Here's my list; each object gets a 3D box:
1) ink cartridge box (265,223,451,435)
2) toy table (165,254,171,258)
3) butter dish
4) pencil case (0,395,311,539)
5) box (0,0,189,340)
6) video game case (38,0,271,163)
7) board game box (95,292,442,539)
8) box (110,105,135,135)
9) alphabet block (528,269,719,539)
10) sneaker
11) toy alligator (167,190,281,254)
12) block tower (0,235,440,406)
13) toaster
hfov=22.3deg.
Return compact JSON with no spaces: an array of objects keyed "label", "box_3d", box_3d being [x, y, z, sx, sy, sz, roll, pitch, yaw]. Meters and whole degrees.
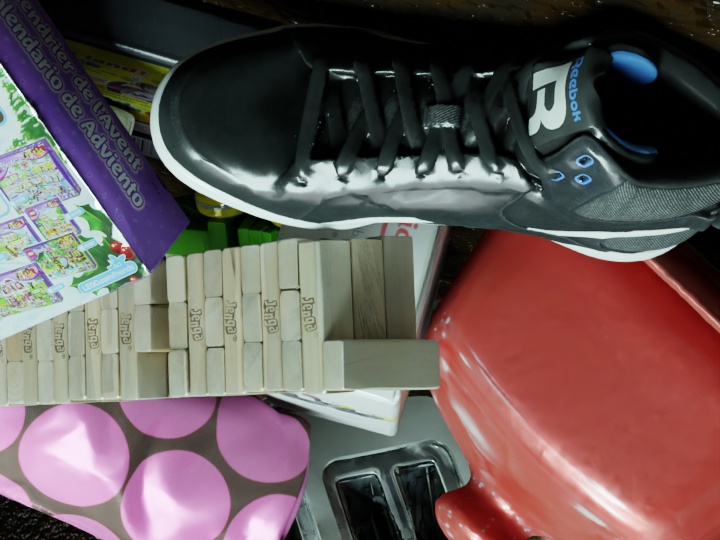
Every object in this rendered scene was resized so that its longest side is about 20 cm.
[{"label":"ink cartridge box","box_3d":[0.000,0.000,0.784,0.067,0.116,0.200,15,170,3]},{"label":"toy table","box_3d":[-0.118,0.035,1.037,0.184,0.200,0.117,47,178,33]},{"label":"butter dish","box_3d":[0.091,0.062,0.755,0.200,0.148,0.199,44,178,11]},{"label":"pencil case","box_3d":[-0.121,0.075,0.820,0.199,0.094,0.091,27,-168,-14]},{"label":"box","box_3d":[-0.178,-0.031,0.674,0.199,0.039,0.137,-21,113,33]},{"label":"video game case","box_3d":[-0.138,-0.090,0.742,0.198,0.026,0.181,16,170,-5]},{"label":"board game box","box_3d":[-0.049,0.077,0.970,0.200,0.020,0.103,-41,160,26]},{"label":"box","box_3d":[-0.167,-0.036,0.811,0.082,0.069,0.200,19,170,-20]},{"label":"alphabet block","box_3d":[0.185,0.121,0.962,0.194,0.202,0.196,15,171,-14]},{"label":"sneaker","box_3d":[0.035,-0.054,0.598,0.198,0.074,0.112,7,168,-10]},{"label":"toy alligator","box_3d":[-0.068,-0.023,0.947,0.199,0.060,0.054,9,-150,24]},{"label":"block tower","box_3d":[-0.061,0.021,0.699,0.199,0.058,0.054,-4,177,43]},{"label":"toaster","box_3d":[-0.019,0.168,0.930,0.179,0.201,0.119,-9,147,-18]}]
